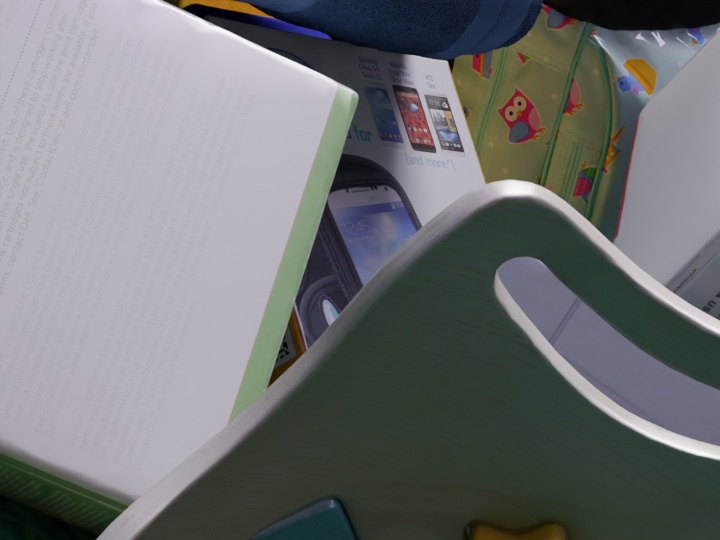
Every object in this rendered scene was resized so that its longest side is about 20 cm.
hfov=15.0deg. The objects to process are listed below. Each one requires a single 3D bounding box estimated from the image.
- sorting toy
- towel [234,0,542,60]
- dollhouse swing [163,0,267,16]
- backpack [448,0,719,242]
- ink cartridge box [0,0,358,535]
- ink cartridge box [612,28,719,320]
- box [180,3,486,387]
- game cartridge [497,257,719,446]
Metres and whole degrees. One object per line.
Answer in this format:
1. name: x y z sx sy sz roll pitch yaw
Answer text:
1. sorting toy: 0.040 0.080 0.658 0.199 0.181 0.107 31 18 1
2. towel: -0.049 -0.107 0.847 0.199 0.049 0.112 14 6 -27
3. dollhouse swing: -0.027 -0.073 1.007 0.175 0.183 0.200 12 15 9
4. backpack: 0.096 -0.062 1.108 0.166 0.201 0.127 -11 38 -34
5. ink cartridge box: -0.112 -0.023 0.766 0.199 0.146 0.048 24 -22 -15
6. ink cartridge box: 0.178 0.019 0.843 0.199 0.086 0.148 33 33 -12
7. box: 0.000 0.000 0.879 0.119 0.041 0.201 5 63 -48
8. game cartridge: 0.073 0.090 0.755 0.200 0.133 0.041 35 -9 -6
